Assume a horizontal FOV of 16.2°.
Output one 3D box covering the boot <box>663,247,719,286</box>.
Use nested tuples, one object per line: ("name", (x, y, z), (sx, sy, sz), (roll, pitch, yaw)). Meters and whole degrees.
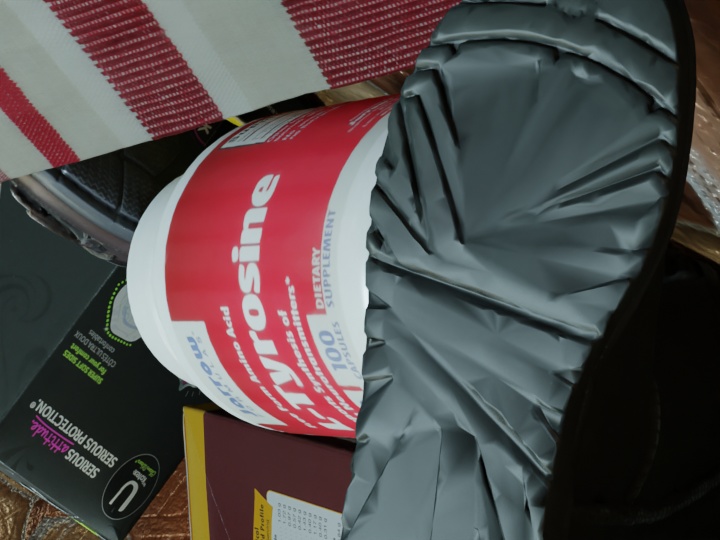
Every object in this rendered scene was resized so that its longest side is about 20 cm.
("boot", (0.146, 0.085, 0.879), (0.211, 0.080, 0.158), (32, 165, 31))

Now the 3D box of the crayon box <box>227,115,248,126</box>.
("crayon box", (-0.111, -0.135, 0.893), (0.127, 0.051, 0.200), (29, 169, 46))

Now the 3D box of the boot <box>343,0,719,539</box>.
("boot", (0.063, 0.020, 0.668), (0.073, 0.199, 0.162), (14, -175, 26))

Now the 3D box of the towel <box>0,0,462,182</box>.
("towel", (-0.052, -0.072, 0.616), (0.144, 0.199, 0.023), (55, -159, -68))

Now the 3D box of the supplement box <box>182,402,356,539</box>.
("supplement box", (0.036, 0.153, 1.001), (0.132, 0.198, 0.200), (-7, -171, -30))

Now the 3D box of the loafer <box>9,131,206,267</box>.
("loafer", (-0.082, -0.022, 0.961), (0.199, 0.072, 0.063), (27, 136, -32))

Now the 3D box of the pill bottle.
("pill bottle", (0.000, 0.000, 0.844), (0.112, 0.113, 0.200), (40, 160, -22))

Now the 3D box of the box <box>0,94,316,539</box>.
("box", (-0.119, -0.014, 1.087), (0.148, 0.200, 0.124), (31, 170, 34))
